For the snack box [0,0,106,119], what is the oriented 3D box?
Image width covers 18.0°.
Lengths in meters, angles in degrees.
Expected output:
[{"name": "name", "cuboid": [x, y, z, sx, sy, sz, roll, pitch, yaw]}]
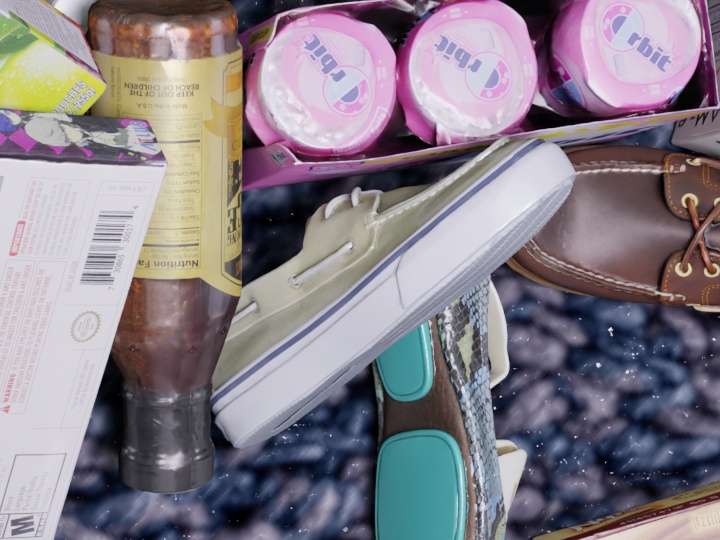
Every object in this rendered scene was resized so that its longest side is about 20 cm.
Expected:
[{"name": "snack box", "cuboid": [-0.215, -0.045, 0.859, 0.200, 0.053, 0.142, -46, 128, 14]}]

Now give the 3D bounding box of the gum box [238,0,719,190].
[{"name": "gum box", "cuboid": [0.037, -0.081, 0.974, 0.198, 0.113, 0.067, -9, 89, -16]}]

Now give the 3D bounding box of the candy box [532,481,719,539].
[{"name": "candy box", "cuboid": [0.160, 0.203, 1.025, 0.115, 0.055, 0.202, -15, 90, -15]}]

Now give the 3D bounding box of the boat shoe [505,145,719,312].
[{"name": "boat shoe", "cuboid": [0.157, -0.017, 1.020, 0.198, 0.070, 0.071, 4, 93, -21]}]

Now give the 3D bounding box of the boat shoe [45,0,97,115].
[{"name": "boat shoe", "cuboid": [-0.129, -0.063, 0.956, 0.071, 0.072, 0.201, 27, 84, -29]}]

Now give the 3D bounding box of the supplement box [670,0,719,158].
[{"name": "supplement box", "cuboid": [0.235, -0.137, 1.057, 0.125, 0.073, 0.202, 16, 83, -14]}]

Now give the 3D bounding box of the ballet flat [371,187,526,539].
[{"name": "ballet flat", "cuboid": [0.042, 0.063, 0.996, 0.074, 0.074, 0.202, -5, 92, -17]}]

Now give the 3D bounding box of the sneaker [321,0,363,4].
[{"name": "sneaker", "cuboid": [0.049, -0.190, 0.982, 0.075, 0.078, 0.200, 45, 111, 4]}]

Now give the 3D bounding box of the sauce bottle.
[{"name": "sauce bottle", "cuboid": [-0.080, -0.010, 0.926, 0.065, 0.066, 0.202, -4, 110, -17]}]

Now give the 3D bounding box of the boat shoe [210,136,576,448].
[{"name": "boat shoe", "cuboid": [0.000, 0.000, 0.935, 0.200, 0.072, 0.062, -38, 81, 27]}]

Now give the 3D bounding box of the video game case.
[{"name": "video game case", "cuboid": [-0.184, 0.026, 0.868, 0.180, 0.036, 0.201, 2, 127, -25]}]
